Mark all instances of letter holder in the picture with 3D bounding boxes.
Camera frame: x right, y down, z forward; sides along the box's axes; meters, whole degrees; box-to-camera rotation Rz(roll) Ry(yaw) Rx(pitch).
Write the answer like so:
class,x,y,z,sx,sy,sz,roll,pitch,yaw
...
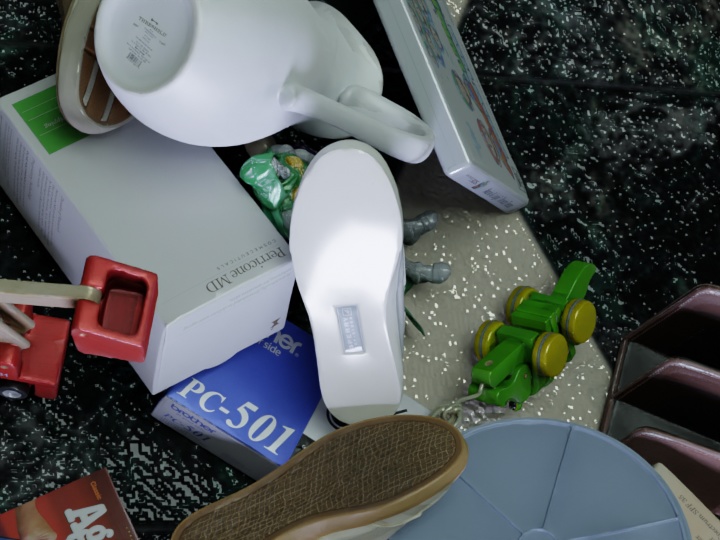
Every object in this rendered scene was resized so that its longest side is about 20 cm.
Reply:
class,x,y,z,sx,sy,sz,roll,pitch,yaw
letter holder,0.284,0.105,1.470,0.199,0.142,0.101,23,64,-11

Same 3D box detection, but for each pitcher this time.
class,x,y,z,sx,sy,sz,roll,pitch,yaw
pitcher,-0.055,-0.123,1.328,0.171,0.122,0.199,33,14,30

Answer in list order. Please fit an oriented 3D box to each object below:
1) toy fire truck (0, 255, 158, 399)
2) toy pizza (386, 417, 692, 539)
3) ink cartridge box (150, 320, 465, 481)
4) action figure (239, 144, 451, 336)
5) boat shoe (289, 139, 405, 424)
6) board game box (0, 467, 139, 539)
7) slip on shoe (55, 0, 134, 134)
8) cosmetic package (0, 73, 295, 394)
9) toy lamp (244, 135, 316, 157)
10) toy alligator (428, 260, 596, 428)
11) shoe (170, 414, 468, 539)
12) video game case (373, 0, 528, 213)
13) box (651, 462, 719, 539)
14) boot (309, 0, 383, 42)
class,x,y,z,sx,sy,sz,roll,pitch,yaw
toy fire truck,-0.225,0.029,1.296,0.198,0.141,0.049,11,66,-4
toy pizza,0.112,0.183,1.362,0.198,0.032,0.202,0,53,0
ink cartridge box,-0.029,0.104,1.410,0.199,0.044,0.094,32,61,-6
action figure,-0.013,-0.037,1.408,0.199,0.054,0.119,23,45,-52
boat shoe,0.000,0.000,1.342,0.071,0.201,0.069,-7,32,8
board game box,-0.163,0.210,1.263,0.102,0.020,0.200,-23,47,-11
slip on shoe,-0.166,-0.168,1.378,0.076,0.060,0.202,42,46,-44
cosmetic package,-0.140,-0.035,1.373,0.107,0.085,0.200,-28,64,-28
toy lamp,-0.110,-0.139,1.465,0.058,0.058,0.200,-38,86,-28
toy alligator,0.108,0.067,1.465,0.200,0.059,0.055,-45,132,-37
shoe,-0.024,0.150,1.351,0.198,0.054,0.070,-23,54,-1
video game case,0.052,-0.144,1.473,0.024,0.182,0.202,-24,78,12
box,0.157,0.233,1.410,0.095,0.078,0.200,43,62,0
boot,-0.040,-0.227,1.517,0.162,0.073,0.198,43,66,0
